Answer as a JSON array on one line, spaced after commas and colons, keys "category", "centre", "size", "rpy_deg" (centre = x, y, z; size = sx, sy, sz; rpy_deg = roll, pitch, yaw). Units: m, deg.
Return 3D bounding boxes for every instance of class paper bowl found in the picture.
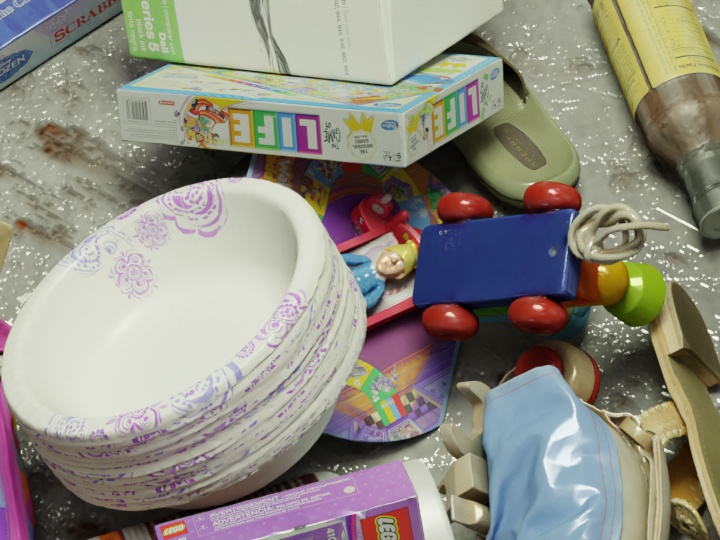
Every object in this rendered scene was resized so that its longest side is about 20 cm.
[{"category": "paper bowl", "centre": [-0.091, 0.051, 1.615], "size": [0.199, 0.105, 0.201], "rpy_deg": [-20, 38, 16]}]

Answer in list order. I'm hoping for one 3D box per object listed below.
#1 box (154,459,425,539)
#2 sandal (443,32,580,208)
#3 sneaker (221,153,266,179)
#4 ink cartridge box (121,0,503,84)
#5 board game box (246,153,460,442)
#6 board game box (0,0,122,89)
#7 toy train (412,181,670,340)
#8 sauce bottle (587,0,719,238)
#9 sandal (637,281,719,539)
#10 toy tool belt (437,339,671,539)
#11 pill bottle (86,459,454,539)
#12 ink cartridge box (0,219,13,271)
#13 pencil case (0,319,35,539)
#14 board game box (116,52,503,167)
[{"category": "box", "centre": [-0.024, 0.208, 1.549], "size": [0.136, 0.201, 0.039], "rpy_deg": [-14, 31, -7]}, {"category": "sandal", "centre": [0.068, -0.119, 1.842], "size": [0.080, 0.058, 0.201], "rpy_deg": [-35, 57, -20]}, {"category": "sneaker", "centre": [-0.118, -0.002, 1.768], "size": [0.091, 0.078, 0.200], "rpy_deg": [19, 55, 23]}, {"category": "ink cartridge box", "centre": [-0.030, -0.185, 1.813], "size": [0.199, 0.085, 0.145], "rpy_deg": [9, 28, 32]}, {"category": "board game box", "centre": [0.000, 0.000, 1.734], "size": [0.157, 0.039, 0.201], "rpy_deg": [23, 59, -16]}, {"category": "board game box", "centre": [-0.275, -0.205, 1.925], "size": [0.200, 0.041, 0.199], "rpy_deg": [-36, 62, -20]}, {"category": "toy train", "centre": [0.136, 0.003, 1.678], "size": [0.199, 0.115, 0.085], "rpy_deg": [-6, 71, 46]}, {"category": "sauce bottle", "centre": [0.199, -0.110, 1.831], "size": [0.064, 0.065, 0.201], "rpy_deg": [-13, 58, -6]}, {"category": "sandal", "centre": [0.182, 0.106, 1.699], "size": [0.069, 0.078, 0.213], "rpy_deg": [-28, 46, 21]}, {"category": "toy tool belt", "centre": [0.103, 0.111, 1.630], "size": [0.124, 0.123, 0.201], "rpy_deg": [-31, 52, 26]}, {"category": "pill bottle", "centre": [-0.048, 0.178, 1.617], "size": [0.199, 0.114, 0.115], "rpy_deg": [-16, 57, -8]}, {"category": "ink cartridge box", "centre": [-0.301, 0.047, 1.659], "size": [0.164, 0.075, 0.201], "rpy_deg": [10, 80, 41]}, {"category": "pencil case", "centre": [-0.229, 0.128, 1.674], "size": [0.088, 0.089, 0.201], "rpy_deg": [-9, 59, -4]}, {"category": "board game box", "centre": [-0.030, -0.105, 1.780], "size": [0.199, 0.034, 0.134], "rpy_deg": [7, 21, 28]}]
